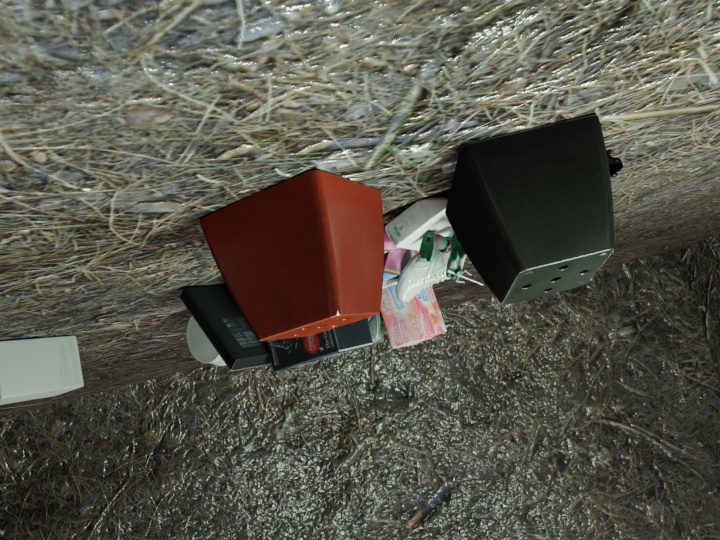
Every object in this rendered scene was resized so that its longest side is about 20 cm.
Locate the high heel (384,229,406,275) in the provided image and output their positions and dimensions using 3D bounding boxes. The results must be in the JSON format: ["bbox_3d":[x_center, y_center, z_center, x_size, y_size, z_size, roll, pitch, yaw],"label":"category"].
[{"bbox_3d":[-0.001,-0.060,1.199,0.196,0.098,0.067,14,169,-22],"label":"high heel"}]

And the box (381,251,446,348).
[{"bbox_3d":[0.100,0.058,1.489,0.094,0.204,0.102,-25,165,34],"label":"box"}]

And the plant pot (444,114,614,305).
[{"bbox_3d":[0.244,-0.067,0.947,0.195,0.181,0.201,-13,160,-4],"label":"plant pot"}]

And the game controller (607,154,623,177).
[{"bbox_3d":[0.333,-0.150,1.121,0.195,0.043,0.105,-12,164,-14],"label":"game controller"}]

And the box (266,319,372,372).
[{"bbox_3d":[-0.095,0.068,1.265,0.180,0.205,0.103,-22,169,39],"label":"box"}]

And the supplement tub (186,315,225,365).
[{"bbox_3d":[-0.299,0.147,1.597,0.142,0.148,0.199,-19,169,30],"label":"supplement tub"}]

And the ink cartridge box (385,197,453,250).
[{"bbox_3d":[0.155,-0.108,1.163,0.199,0.051,0.160,-39,162,20],"label":"ink cartridge box"}]

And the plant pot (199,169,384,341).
[{"bbox_3d":[-0.074,-0.007,0.937,0.196,0.180,0.199,-19,169,25],"label":"plant pot"}]

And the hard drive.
[{"bbox_3d":[-0.247,0.105,1.316,0.138,0.200,0.033,-1,132,-52],"label":"hard drive"}]

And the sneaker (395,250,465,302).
[{"bbox_3d":[0.145,-0.009,1.291,0.201,0.080,0.070,-50,156,12],"label":"sneaker"}]

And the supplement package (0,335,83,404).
[{"bbox_3d":[-0.717,0.214,1.440,0.115,0.120,0.199,-17,171,27],"label":"supplement package"}]

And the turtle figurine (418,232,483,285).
[{"bbox_3d":[0.200,-0.037,1.182,0.148,0.103,0.197,-25,161,40],"label":"turtle figurine"}]

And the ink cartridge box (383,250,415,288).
[{"bbox_3d":[0.000,0.000,1.368,0.196,0.088,0.146,-18,169,27],"label":"ink cartridge box"}]

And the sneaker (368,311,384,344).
[{"bbox_3d":[0.022,0.079,1.528,0.077,0.204,0.076,10,149,-7],"label":"sneaker"}]
